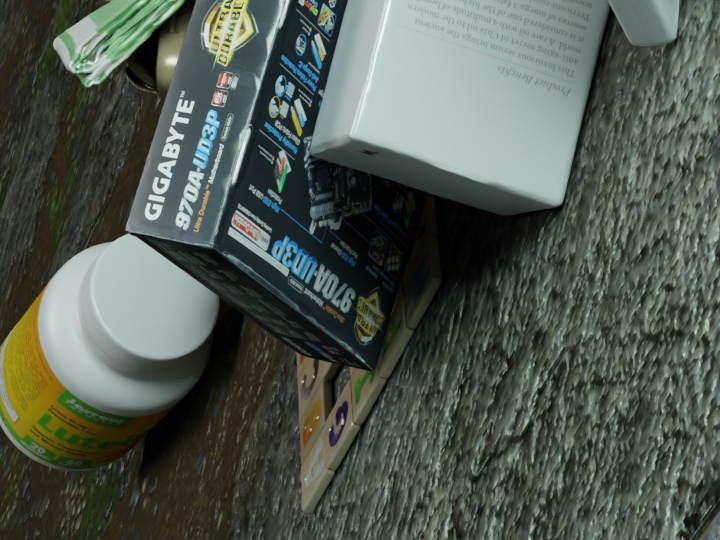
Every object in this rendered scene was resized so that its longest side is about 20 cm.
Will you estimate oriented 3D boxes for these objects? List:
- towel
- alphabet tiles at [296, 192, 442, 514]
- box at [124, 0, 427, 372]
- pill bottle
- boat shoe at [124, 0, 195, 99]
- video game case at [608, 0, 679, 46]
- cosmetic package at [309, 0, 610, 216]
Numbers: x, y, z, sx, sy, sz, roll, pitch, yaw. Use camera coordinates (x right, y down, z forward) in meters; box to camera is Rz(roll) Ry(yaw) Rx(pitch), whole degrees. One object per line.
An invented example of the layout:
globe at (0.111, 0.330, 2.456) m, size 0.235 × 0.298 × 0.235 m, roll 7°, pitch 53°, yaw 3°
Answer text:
towel at (-0.094, -0.184, 1.480) m, size 0.200 × 0.023 × 0.153 m, roll -44°, pitch 14°, yaw -1°
alphabet tiles at (0.000, 0.000, 1.357) m, size 0.201 × 0.008 × 0.168 m, roll -95°, pitch 26°, yaw -50°
box at (-0.024, -0.057, 1.195) m, size 0.200 × 0.046 × 0.160 m, roll 39°, pitch -115°, yaw -62°
pill bottle at (-0.158, 0.048, 1.644) m, size 0.200 × 0.111 × 0.112 m, roll 137°, pitch 146°, yaw -60°
boat shoe at (-0.106, -0.135, 1.532) m, size 0.200 × 0.064 × 0.072 m, roll -145°, pitch 55°, yaw -75°
video game case at (0.095, -0.218, 1.013) m, size 0.182 × 0.023 × 0.201 m, roll 51°, pitch -140°, yaw -56°
cosmetic package at (0.055, -0.135, 1.139) m, size 0.071 × 0.101 × 0.201 m, roll 170°, pitch 116°, yaw -72°
